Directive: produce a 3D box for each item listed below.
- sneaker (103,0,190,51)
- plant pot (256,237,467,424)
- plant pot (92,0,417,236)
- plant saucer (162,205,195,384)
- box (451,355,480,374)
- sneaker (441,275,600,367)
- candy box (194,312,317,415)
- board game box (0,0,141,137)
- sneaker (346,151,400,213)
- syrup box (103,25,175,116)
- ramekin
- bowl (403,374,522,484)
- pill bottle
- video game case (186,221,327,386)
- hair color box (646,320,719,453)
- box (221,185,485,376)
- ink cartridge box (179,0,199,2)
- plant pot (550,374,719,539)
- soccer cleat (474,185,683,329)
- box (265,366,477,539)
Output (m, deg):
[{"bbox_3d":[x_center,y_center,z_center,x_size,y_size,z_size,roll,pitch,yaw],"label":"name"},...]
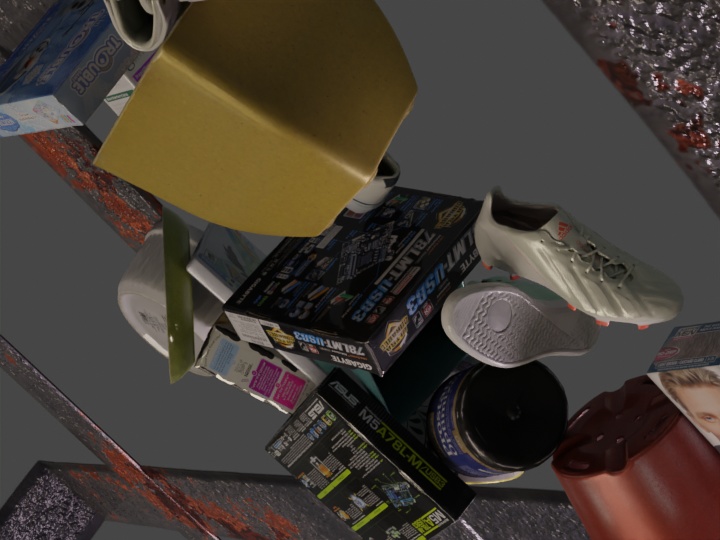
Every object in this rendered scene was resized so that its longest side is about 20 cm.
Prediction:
[{"bbox_3d":[-0.156,-0.270,1.191,0.073,0.116,0.201,19,137,7],"label":"sneaker"},{"bbox_3d":[-0.003,0.032,1.530,0.199,0.141,0.142,31,156,39],"label":"plant pot"},{"bbox_3d":[-0.071,-0.144,1.233,0.199,0.196,0.194,33,146,-9],"label":"plant pot"},{"bbox_3d":[-0.205,0.027,1.662,0.031,0.201,0.200,-3,153,-6],"label":"plant saucer"},{"bbox_3d":[0.085,0.079,1.599,0.199,0.042,0.039,21,150,30],"label":"box"},{"bbox_3d":[0.118,0.042,1.362,0.200,0.074,0.118,8,-173,-45],"label":"sneaker"},{"bbox_3d":[-0.079,0.111,1.704,0.199,0.061,0.136,26,-163,1],"label":"candy box"},{"bbox_3d":[-0.257,-0.213,1.360,0.198,0.201,0.043,1,141,52],"label":"board game box"},{"bbox_3d":[-0.044,-0.139,1.379,0.199,0.073,0.071,36,140,-11],"label":"sneaker"},{"bbox_3d":[-0.188,-0.168,1.489,0.081,0.079,0.200,-1,135,54],"label":"syrup box"},{"bbox_3d":[-0.212,0.043,1.854,0.199,0.105,0.201,30,155,16],"label":"ramekin"},{"bbox_3d":[0.088,0.169,1.645,0.199,0.095,0.201,5,-173,-1],"label":"bowl"},{"bbox_3d":[0.128,0.150,1.469,0.112,0.112,0.200,38,165,-2],"label":"pill bottle"},{"bbox_3d":[-0.104,0.030,1.661,0.200,0.022,0.182,42,-166,-10],"label":"video game case"},{"bbox_3d":[0.358,0.133,1.307,0.200,0.061,0.100,46,154,-16],"label":"hair color box"},{"bbox_3d":[0.000,0.000,1.386,0.198,0.200,0.050,12,141,42],"label":"box"},{"bbox_3d":[-0.121,-0.318,1.065,0.084,0.145,0.200,6,142,47],"label":"ink cartridge box"},{"bbox_3d":[0.293,0.218,1.406,0.196,0.201,0.200,55,151,-17],"label":"plant pot"},{"bbox_3d":[0.187,-0.011,1.281,0.199,0.069,0.078,22,135,24],"label":"soccer cleat"},{"bbox_3d":[0.005,0.209,1.538,0.193,0.048,0.200,40,150,1],"label":"box"}]
